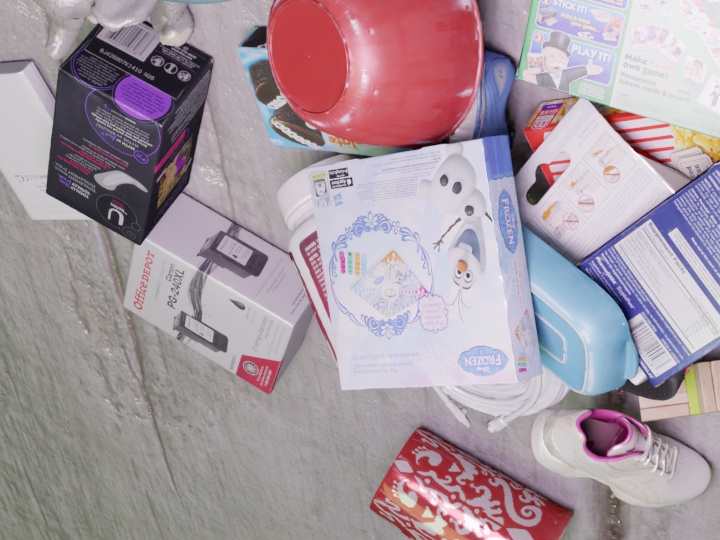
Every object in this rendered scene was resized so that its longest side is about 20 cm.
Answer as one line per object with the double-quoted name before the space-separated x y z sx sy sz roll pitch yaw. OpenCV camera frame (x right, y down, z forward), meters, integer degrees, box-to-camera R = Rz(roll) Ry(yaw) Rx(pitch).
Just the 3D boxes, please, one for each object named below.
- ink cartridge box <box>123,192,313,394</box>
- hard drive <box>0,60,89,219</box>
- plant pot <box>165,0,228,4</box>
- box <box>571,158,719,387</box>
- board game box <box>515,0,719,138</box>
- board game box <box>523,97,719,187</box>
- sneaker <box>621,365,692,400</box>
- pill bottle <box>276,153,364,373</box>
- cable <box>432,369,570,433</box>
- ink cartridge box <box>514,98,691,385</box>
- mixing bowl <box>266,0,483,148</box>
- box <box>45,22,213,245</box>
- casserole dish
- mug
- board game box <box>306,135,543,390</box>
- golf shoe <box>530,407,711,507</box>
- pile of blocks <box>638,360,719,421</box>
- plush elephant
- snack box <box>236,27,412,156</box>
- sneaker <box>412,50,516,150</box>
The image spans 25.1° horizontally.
"ink cartridge box" -0.153 0.023 1.760 0.199 0.084 0.146 30 143 6
"hard drive" -0.364 -0.141 1.788 0.131 0.027 0.201 2 133 36
"plant pot" -0.142 -0.309 1.308 0.159 0.202 0.201 19 143 -4
"box" 0.273 -0.005 1.280 0.200 0.032 0.122 -39 85 40
"board game box" 0.227 -0.187 1.248 0.198 0.029 0.136 20 116 20
"board game box" 0.256 -0.083 1.366 0.198 0.046 0.152 -5 127 40
"sneaker" 0.217 0.040 1.483 0.200 0.108 0.068 20 142 22
"pill bottle" 0.000 0.000 1.532 0.114 0.113 0.202 -44 65 53
"cable" 0.127 0.060 1.603 0.200 0.069 0.199 49 140 -16
"ink cartridge box" 0.219 -0.028 1.361 0.200 0.047 0.160 48 129 12
"mixing bowl" -0.007 -0.187 1.337 0.199 0.108 0.202 22 122 40
"box" -0.234 -0.142 1.621 0.121 0.106 0.201 29 143 5
"casserole dish" 0.153 0.032 1.373 0.200 0.039 0.122 42 154 33
"mug" 0.115 0.286 1.813 0.199 0.134 0.178 32 141 9
"board game box" 0.052 -0.002 1.376 0.199 0.043 0.202 -5 94 42
"golf shoe" 0.267 0.183 1.584 0.198 0.076 0.091 16 159 -18
"pile of blocks" 0.345 0.098 1.502 0.198 0.082 0.063 -12 82 33
"plush elephant" -0.246 -0.262 1.457 0.163 0.155 0.201 28 143 8
"snack box" -0.009 -0.162 1.488 0.198 0.037 0.117 8 136 30
"sneaker" 0.094 -0.100 1.416 0.079 0.088 0.202 48 135 40
